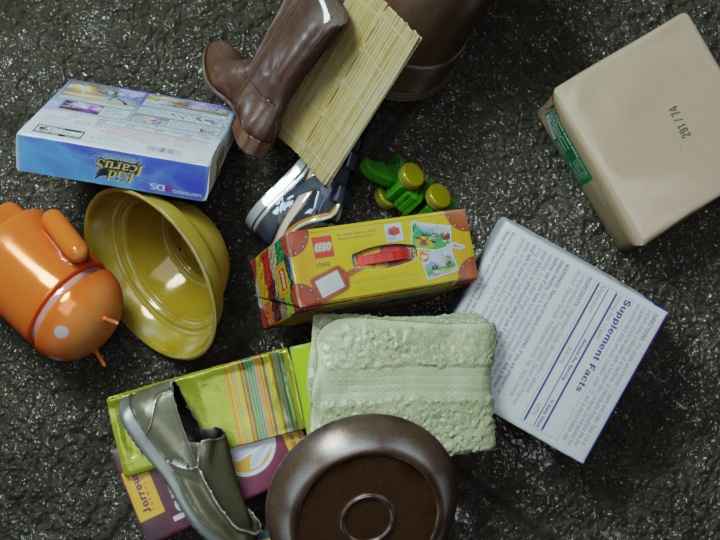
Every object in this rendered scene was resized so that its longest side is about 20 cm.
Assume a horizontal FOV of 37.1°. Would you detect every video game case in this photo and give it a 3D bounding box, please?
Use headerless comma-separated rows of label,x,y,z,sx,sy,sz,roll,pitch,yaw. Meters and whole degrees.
video game case,-0.243,-0.142,1.149,0.196,0.182,0.046,10,118,-1

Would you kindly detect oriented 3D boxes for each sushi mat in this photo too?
sushi mat,-0.018,-0.191,1.111,0.096,0.012,0.201,48,124,20

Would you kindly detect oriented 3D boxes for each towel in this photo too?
towel,0.043,0.117,1.076,0.196,0.036,0.152,1,88,-11
towel,-0.159,0.146,1.110,0.196,0.018,0.088,-15,82,-3

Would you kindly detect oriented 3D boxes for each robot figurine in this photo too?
robot figurine,-0.335,0.014,1.147,0.199,0.117,0.144,40,91,10

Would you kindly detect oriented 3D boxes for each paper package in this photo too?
paper package,0.329,-0.150,1.208,0.189,0.103,0.202,-29,86,-6

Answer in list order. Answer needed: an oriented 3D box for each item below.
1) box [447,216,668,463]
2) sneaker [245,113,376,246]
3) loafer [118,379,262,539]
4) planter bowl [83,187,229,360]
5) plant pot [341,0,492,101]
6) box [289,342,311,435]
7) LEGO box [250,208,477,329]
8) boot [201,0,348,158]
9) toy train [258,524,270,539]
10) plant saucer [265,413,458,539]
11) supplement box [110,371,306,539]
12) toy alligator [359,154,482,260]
box,0.195,0.070,1.159,0.198,0.105,0.186,29,96,2
sneaker,-0.036,-0.101,1.200,0.079,0.078,0.201,42,95,8
loafer,-0.158,0.193,1.064,0.069,0.075,0.201,-37,97,5
planter bowl,-0.201,-0.012,1.157,0.201,0.200,0.083,51,49,4
plant pot,0.065,-0.320,1.134,0.197,0.198,0.204,11,62,-22
box,-0.020,0.152,1.146,0.047,0.122,0.204,-13,83,18
LEGO box,0.000,0.000,1.127,0.197,0.149,0.079,-9,82,-22
boot,-0.093,-0.252,1.142,0.063,0.201,0.188,1,46,-37
toy train,-0.056,0.322,1.152,0.196,0.085,0.116,-8,72,-2
plant saucer,0.005,0.239,1.057,0.196,0.032,0.204,-3,111,-9
supplement box,-0.154,0.200,1.155,0.197,0.086,0.112,-24,85,-5
toy alligator,0.083,-0.075,1.216,0.199,0.059,0.055,36,48,-15
